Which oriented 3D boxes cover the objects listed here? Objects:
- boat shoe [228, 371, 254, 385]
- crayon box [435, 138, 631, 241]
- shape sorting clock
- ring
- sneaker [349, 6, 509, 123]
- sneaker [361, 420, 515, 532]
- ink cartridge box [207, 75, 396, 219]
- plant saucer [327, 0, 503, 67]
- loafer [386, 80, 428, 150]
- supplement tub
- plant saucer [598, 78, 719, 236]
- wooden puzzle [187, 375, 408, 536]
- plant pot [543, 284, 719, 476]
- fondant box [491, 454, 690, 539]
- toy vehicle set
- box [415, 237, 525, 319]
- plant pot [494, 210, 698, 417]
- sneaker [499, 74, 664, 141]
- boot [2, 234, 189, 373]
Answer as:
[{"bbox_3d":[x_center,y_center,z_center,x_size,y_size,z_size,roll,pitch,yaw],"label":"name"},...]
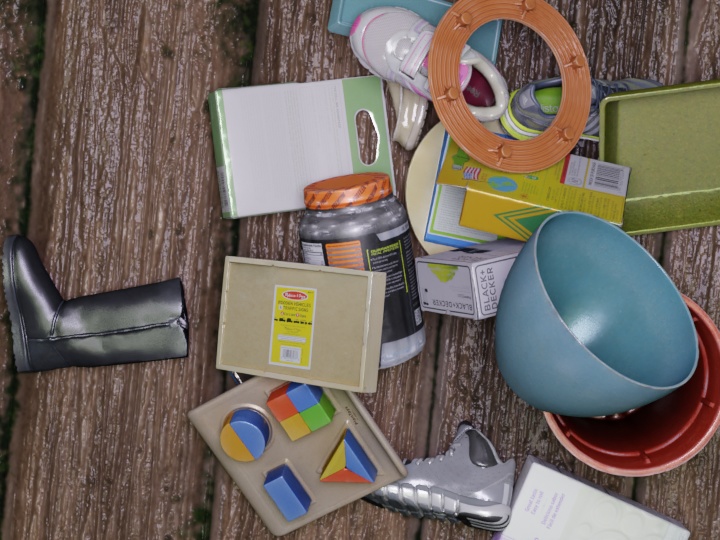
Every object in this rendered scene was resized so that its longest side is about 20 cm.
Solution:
[{"bbox_3d":[-0.075,0.148,1.566,0.200,0.072,0.072,39,94,-1],"label":"boat shoe"},{"bbox_3d":[0.184,-0.084,1.463,0.198,0.127,0.051,14,125,8],"label":"crayon box"},{"bbox_3d":[0.147,-0.089,1.561,0.198,0.039,0.202,-2,98,-12],"label":"shape sorting clock"},{"bbox_3d":[0.162,-0.202,1.436,0.199,0.019,0.202,4,81,-25],"label":"ring"},{"bbox_3d":[0.083,-0.221,1.458,0.199,0.088,0.082,23,96,-16],"label":"sneaker"},{"bbox_3d":[0.086,0.226,1.579,0.198,0.075,0.116,11,68,13],"label":"sneaker"},{"bbox_3d":[-0.067,-0.143,1.568,0.198,0.048,0.147,-8,93,-18],"label":"ink cartridge box"},{"bbox_3d":[0.065,-0.274,1.507,0.198,0.019,0.071,13,81,-16],"label":"plant saucer"},{"bbox_3d":[0.047,-0.236,1.550,0.068,0.076,0.202,3,83,2],"label":"loafer"},{"bbox_3d":[0.000,0.000,1.512,0.121,0.123,0.202,-8,103,1],"label":"supplement tub"},{"bbox_3d":[0.360,-0.136,1.520,0.198,0.048,0.201,-7,132,1],"label":"plant saucer"},{"bbox_3d":[-0.074,0.199,1.516,0.199,0.046,0.186,-27,107,23],"label":"wooden puzzle"},{"bbox_3d":[0.282,0.108,1.497,0.199,0.195,0.203,0,92,1],"label":"plant pot"},{"bbox_3d":[0.258,0.321,1.576,0.199,0.058,0.145,24,93,1],"label":"fondant box"},{"bbox_3d":[-0.066,0.055,1.450,0.199,0.026,0.125,7,91,34],"label":"toy vehicle set"},{"bbox_3d":[0.173,0.000,1.478,0.199,0.116,0.061,-13,100,-27],"label":"box"},{"bbox_3d":[0.207,0.063,1.321,0.200,0.200,0.135,42,128,-1],"label":"plant pot"},{"bbox_3d":[0.259,-0.184,1.527,0.198,0.081,0.075,-8,81,-13],"label":"sneaker"},{"bbox_3d":[-0.300,0.031,1.567,0.198,0.066,0.166,-5,101,4],"label":"boot"}]
